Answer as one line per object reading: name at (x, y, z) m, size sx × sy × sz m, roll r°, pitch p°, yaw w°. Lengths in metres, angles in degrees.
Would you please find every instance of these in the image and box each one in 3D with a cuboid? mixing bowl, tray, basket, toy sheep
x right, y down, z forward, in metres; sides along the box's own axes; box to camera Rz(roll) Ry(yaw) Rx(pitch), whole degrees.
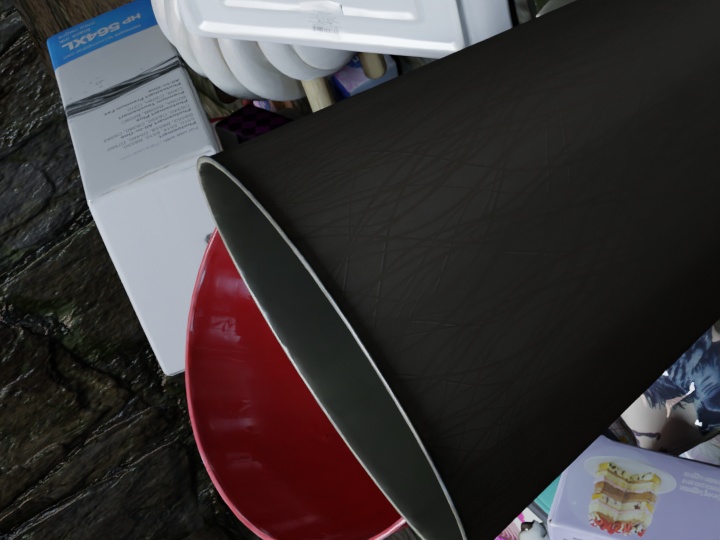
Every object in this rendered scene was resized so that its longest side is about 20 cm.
mixing bowl at (0.016, 0.037, 0.727) m, size 0.108 × 0.201 × 0.200 m, roll 11°, pitch -151°, yaw -46°
tray at (-0.022, -0.149, 0.751) m, size 0.198 × 0.022 × 0.108 m, roll 9°, pitch 141°, yaw 25°
basket at (0.067, -0.021, 0.546) m, size 0.181 × 0.199 × 0.137 m, roll 50°, pitch 165°, yaw 29°
toy sheep at (-0.051, -0.161, 0.876) m, size 0.198 × 0.138 × 0.139 m, roll 13°, pitch 140°, yaw 37°

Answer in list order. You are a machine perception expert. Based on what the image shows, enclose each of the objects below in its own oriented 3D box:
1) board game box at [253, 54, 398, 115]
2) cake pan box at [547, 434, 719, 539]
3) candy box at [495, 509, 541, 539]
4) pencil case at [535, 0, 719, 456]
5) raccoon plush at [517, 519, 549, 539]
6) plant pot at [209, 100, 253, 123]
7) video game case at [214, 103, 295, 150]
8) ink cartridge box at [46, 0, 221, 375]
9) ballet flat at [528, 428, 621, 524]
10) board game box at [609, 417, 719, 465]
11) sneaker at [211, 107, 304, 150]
board game box at (-0.032, -0.132, 1.060) m, size 0.200 × 0.041 × 0.201 m, roll 51°, pitch 166°, yaw 33°
cake pan box at (0.186, 0.157, 0.644) m, size 0.198 × 0.053 × 0.185 m, roll 13°, pitch 148°, yaw 20°
candy box at (0.123, 0.155, 1.084) m, size 0.137 × 0.061 × 0.201 m, roll 53°, pitch 166°, yaw 28°
pencil case at (0.114, -0.018, 0.657) m, size 0.089 × 0.077 × 0.201 m, roll -31°, pitch 90°, yaw 47°
raccoon plush at (0.167, 0.236, 0.922) m, size 0.201 × 0.133 × 0.097 m, roll 55°, pitch 167°, yaw 15°
plant pot at (-0.100, -0.035, 1.236) m, size 0.201 × 0.181 × 0.201 m, roll 55°, pitch 167°, yaw 19°
video game case at (0.000, 0.000, 0.908) m, size 0.199 × 0.036 × 0.183 m, roll 25°, pitch 141°, yaw 50°
ink cartridge box at (-0.125, -0.057, 0.936) m, size 0.201 × 0.083 × 0.147 m, roll -115°, pitch 5°, yaw -51°
ballet flat at (0.084, 0.079, 0.777) m, size 0.200 × 0.073 × 0.073 m, roll 41°, pitch 160°, yaw 40°
board game box at (0.138, 0.066, 0.816) m, size 0.201 × 0.041 × 0.200 m, roll 55°, pitch 168°, yaw 18°
sneaker at (-0.058, -0.083, 1.049) m, size 0.200 × 0.070 × 0.081 m, roll 30°, pitch 146°, yaw 49°
